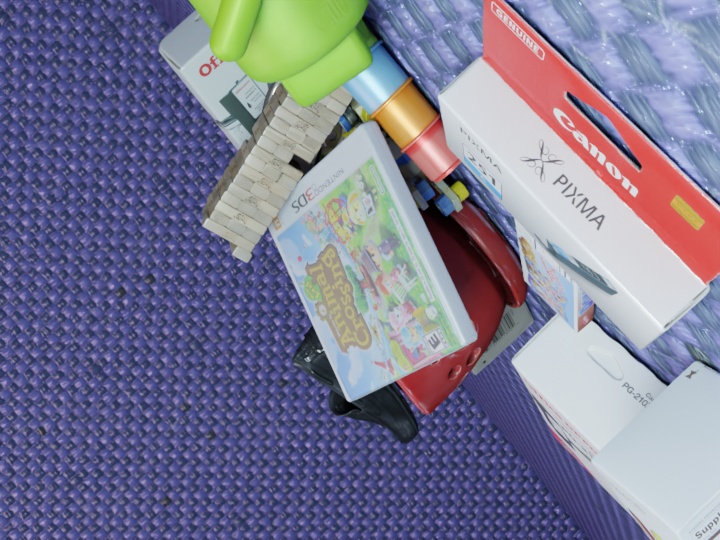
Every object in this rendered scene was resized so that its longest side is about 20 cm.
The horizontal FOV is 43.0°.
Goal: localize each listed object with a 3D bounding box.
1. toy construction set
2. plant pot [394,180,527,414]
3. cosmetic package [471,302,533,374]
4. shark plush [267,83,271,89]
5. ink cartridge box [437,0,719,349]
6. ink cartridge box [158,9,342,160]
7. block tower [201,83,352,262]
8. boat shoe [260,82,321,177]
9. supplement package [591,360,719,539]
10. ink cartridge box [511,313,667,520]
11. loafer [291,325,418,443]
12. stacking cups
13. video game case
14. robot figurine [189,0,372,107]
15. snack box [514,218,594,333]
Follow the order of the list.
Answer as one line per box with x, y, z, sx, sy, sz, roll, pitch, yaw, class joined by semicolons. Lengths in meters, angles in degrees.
0.016;-0.126;0.900;0.132;0.092;0.199;51;166;-33;toy construction set
0.066;0.020;0.963;0.201;0.182;0.200;49;177;4;plant pot
0.106;0.017;1.124;0.200;0.103;0.087;45;175;40;cosmetic package
-0.082;-0.235;0.834;0.091;0.083;0.200;59;-179;33;shark plush
0.126;-0.051;0.550;0.200;0.045;0.176;49;178;15;ink cartridge box
-0.096;-0.200;0.976;0.200;0.146;0.083;50;176;-39;ink cartridge box
-0.076;-0.109;0.833;0.057;0.201;0.054;28;-166;-21;block tower
-0.070;-0.109;0.913;0.057;0.066;0.203;-129;27;-49;boat shoe
0.274;0.183;0.636;0.201;0.109;0.114;50;176;-19;supplement package
0.241;0.145;0.883;0.145;0.084;0.200;46;176;40;ink cartridge box
-0.004;0.131;0.993;0.201;0.070;0.068;51;175;-36;loafer
0.009;-0.157;0.768;0.201;0.060;0.060;50;177;-6;stacking cups
0.000;0.000;0.812;0.181;0.022;0.202;-33;80;50;video game case
-0.070;-0.218;0.651;0.201;0.115;0.177;51;-159;-33;robot figurine
0.161;-0.006;0.755;0.072;0.024;0.200;47;176;23;snack box
